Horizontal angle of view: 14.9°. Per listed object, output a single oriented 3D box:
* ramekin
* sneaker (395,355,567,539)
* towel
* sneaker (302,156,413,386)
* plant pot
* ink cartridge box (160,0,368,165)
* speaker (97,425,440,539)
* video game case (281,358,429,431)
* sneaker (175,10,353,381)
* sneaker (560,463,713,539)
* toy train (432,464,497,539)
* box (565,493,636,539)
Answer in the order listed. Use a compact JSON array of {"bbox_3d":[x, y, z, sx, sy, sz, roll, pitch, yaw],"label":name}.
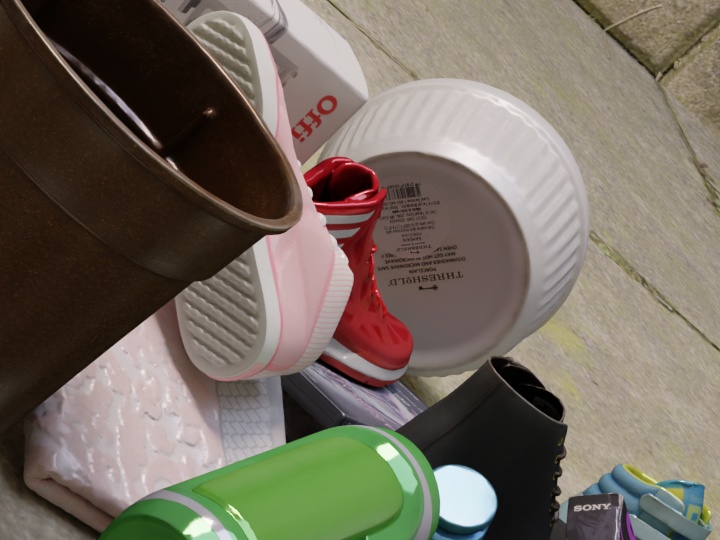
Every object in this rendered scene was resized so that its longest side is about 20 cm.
[{"bbox_3d":[0.050,-0.022,1.882,0.200,0.200,0.105,46,25,-3],"label":"ramekin"},{"bbox_3d":[0.101,0.128,1.619,0.200,0.106,0.075,33,20,-46],"label":"sneaker"},{"bbox_3d":[-0.104,0.072,1.448,0.191,0.032,0.200,37,31,-35],"label":"towel"},{"bbox_3d":[0.000,0.000,1.736,0.078,0.116,0.200,40,9,28],"label":"sneaker"},{"bbox_3d":[-0.167,-0.031,1.302,0.200,0.198,0.200,43,16,-16],"label":"plant pot"},{"bbox_3d":[-0.114,-0.130,1.682,0.200,0.147,0.083,39,15,-27],"label":"ink cartridge box"},{"bbox_3d":[-0.043,0.133,1.362,0.088,0.088,0.200,51,32,16],"label":"speaker"},{"bbox_3d":[0.000,0.081,1.752,0.143,0.019,0.200,42,8,37],"label":"video game case"},{"bbox_3d":[-0.058,-0.036,1.507,0.105,0.075,0.201,13,70,-61],"label":"sneaker"},{"bbox_3d":[0.195,0.211,1.795,0.200,0.131,0.080,55,16,27],"label":"sneaker"},{"bbox_3d":[0.079,0.207,1.484,0.085,0.116,0.200,-22,61,-27],"label":"toy train"},{"bbox_3d":[0.143,0.238,1.518,0.200,0.036,0.143,72,20,-46],"label":"box"}]
